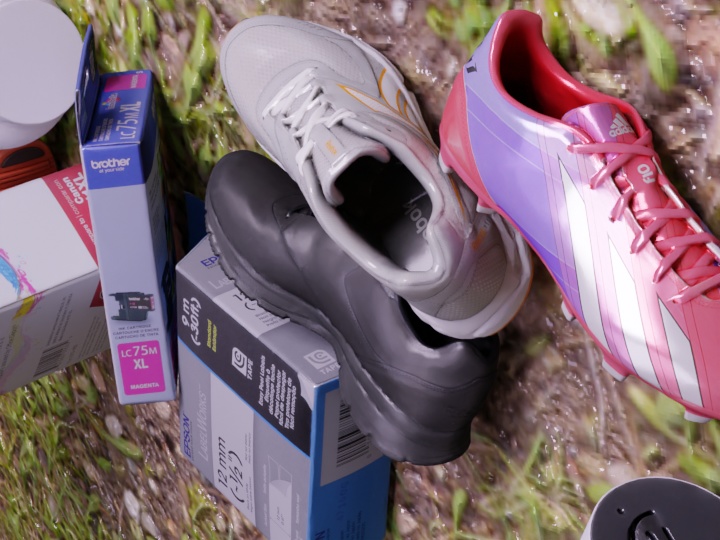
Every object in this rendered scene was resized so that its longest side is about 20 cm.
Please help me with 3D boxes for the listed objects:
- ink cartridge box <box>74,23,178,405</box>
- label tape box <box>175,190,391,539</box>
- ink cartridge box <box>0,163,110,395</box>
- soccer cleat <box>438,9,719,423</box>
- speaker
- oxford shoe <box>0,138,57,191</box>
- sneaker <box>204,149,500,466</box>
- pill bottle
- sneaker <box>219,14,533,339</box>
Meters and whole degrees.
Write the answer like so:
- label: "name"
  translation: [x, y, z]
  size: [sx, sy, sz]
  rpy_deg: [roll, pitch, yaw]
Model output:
- label: "ink cartridge box"
  translation: [-0.136, -0.035, 0.903]
  size: [0.120, 0.042, 0.201]
  rpy_deg: [-99, 2, -63]
- label: "label tape box"
  translation: [-0.065, 0.062, 0.889]
  size: [0.200, 0.066, 0.144]
  rpy_deg: [35, 136, 37]
- label: "ink cartridge box"
  translation: [-0.253, 0.022, 1.009]
  size: [0.083, 0.199, 0.146]
  rpy_deg: [56, 146, 15]
- label: "soccer cleat"
  translation: [0.104, -0.021, 0.597]
  size: [0.200, 0.066, 0.077]
  rpy_deg: [49, 139, 30]
- label: "speaker"
  translation: [0.115, 0.185, 0.688]
  size: [0.081, 0.081, 0.201]
  rpy_deg: [45, 141, 30]
- label: "oxford shoe"
  translation: [-0.273, -0.054, 1.114]
  size: [0.073, 0.071, 0.200]
  rpy_deg: [61, 148, 17]
- label: "sneaker"
  translation: [0.000, 0.000, 0.764]
  size: [0.200, 0.076, 0.091]
  rpy_deg: [45, 132, 19]
- label: "pill bottle"
  translation: [-0.261, -0.138, 1.003]
  size: [0.199, 0.112, 0.113]
  rpy_deg: [9, 117, 53]
- label: "sneaker"
  translation: [-0.004, -0.057, 0.682]
  size: [0.076, 0.092, 0.200]
  rpy_deg: [-48, 64, 9]
